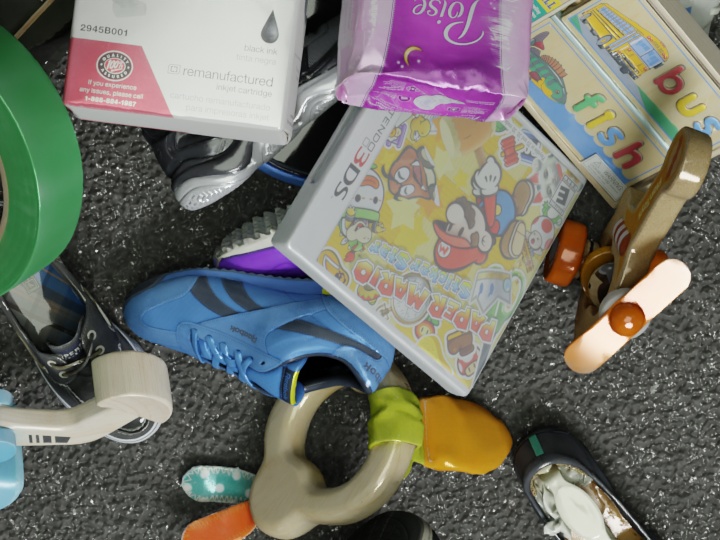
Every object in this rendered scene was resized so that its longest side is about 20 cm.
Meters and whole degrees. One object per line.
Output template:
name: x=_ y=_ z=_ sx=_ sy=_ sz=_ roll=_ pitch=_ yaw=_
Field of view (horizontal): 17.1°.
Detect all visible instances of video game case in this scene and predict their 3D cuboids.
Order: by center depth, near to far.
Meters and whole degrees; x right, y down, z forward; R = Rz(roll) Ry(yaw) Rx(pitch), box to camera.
video game case: x=0.051 y=-0.041 z=1.610 sx=0.200 sy=0.023 sz=0.182 roll=40 pitch=73 yaw=-37

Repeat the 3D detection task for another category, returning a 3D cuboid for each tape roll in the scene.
tape roll: x=-0.274 y=-0.078 z=1.576 sx=0.200 sy=0.048 sz=0.201 roll=17 pitch=124 yaw=28

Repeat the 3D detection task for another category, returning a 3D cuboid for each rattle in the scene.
rattle: x=-0.016 y=0.145 z=1.717 sx=0.200 sy=0.143 sz=0.130 roll=-46 pitch=67 yaw=20

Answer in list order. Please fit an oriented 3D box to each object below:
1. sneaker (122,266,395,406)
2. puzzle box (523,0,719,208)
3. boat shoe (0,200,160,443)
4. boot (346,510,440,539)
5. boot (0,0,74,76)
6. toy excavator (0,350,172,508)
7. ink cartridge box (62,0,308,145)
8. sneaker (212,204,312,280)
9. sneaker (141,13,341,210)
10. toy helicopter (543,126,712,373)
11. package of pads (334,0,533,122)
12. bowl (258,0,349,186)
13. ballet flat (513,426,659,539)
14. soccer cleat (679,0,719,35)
sneaker: x=-0.075 y=0.048 z=1.645 sx=0.200 sy=0.066 sz=0.078 roll=4 pitch=57 yaw=16
puzzle box: x=0.165 y=-0.142 z=1.622 sx=0.133 sy=0.025 sz=0.200 roll=-29 pitch=115 yaw=34
boat shoe: x=-0.205 y=0.040 z=1.668 sx=0.070 sy=0.066 sz=0.200 roll=-30 pitch=100 yaw=2
boot: x=0.045 y=0.248 z=1.674 sx=0.154 sy=0.204 sz=0.074 roll=33 pitch=55 yaw=-12
boot: x=-0.259 y=-0.191 z=1.634 sx=0.200 sy=0.077 sz=0.138 roll=-35 pitch=80 yaw=14
toy excavator: x=-0.246 y=0.111 z=1.641 sx=0.200 sy=0.194 sz=0.100 roll=2 pitch=58 yaw=-23
ink cartridge box: x=-0.104 y=-0.190 z=1.527 sx=0.146 sy=0.085 sz=0.200 roll=7 pitch=87 yaw=1
sneaker: x=0.000 y=0.000 z=1.671 sx=0.200 sy=0.070 sz=0.100 roll=-11 pitch=103 yaw=-1
sneaker: x=-0.072 y=-0.140 z=1.599 sx=0.200 sy=0.075 sz=0.114 roll=-41 pitch=97 yaw=2
toy helicopter: x=0.186 y=-0.015 z=1.614 sx=0.079 sy=0.132 sz=0.200 roll=19 pitch=136 yaw=-7
package of pads: x=0.051 y=-0.201 z=1.535 sx=0.120 sy=0.076 sz=0.200 roll=6 pitch=80 yaw=-8
bowl: x=-0.019 y=-0.153 z=1.658 sx=0.200 sy=0.039 sz=0.201 roll=0 pitch=100 yaw=-3
ballet flat: x=0.178 y=0.200 z=1.717 sx=0.073 sy=0.073 sz=0.200 roll=-36 pitch=100 yaw=3
soccer cleat: x=0.225 y=-0.210 z=1.653 sx=0.086 sy=0.070 sz=0.200 roll=36 pitch=102 yaw=-17
